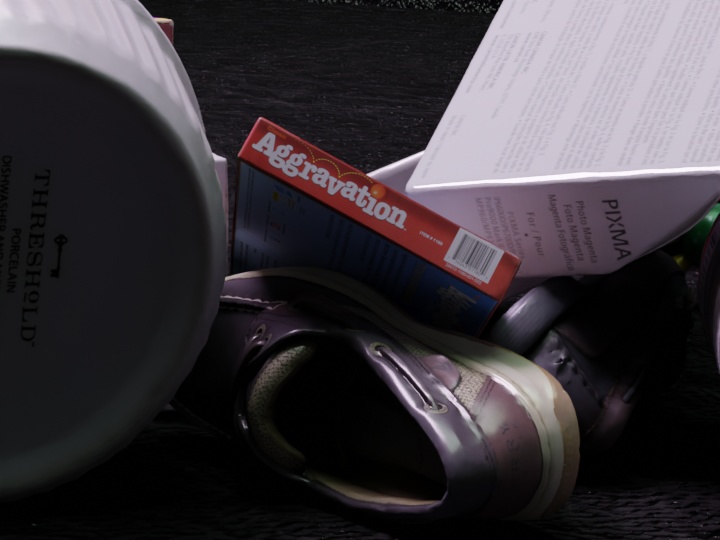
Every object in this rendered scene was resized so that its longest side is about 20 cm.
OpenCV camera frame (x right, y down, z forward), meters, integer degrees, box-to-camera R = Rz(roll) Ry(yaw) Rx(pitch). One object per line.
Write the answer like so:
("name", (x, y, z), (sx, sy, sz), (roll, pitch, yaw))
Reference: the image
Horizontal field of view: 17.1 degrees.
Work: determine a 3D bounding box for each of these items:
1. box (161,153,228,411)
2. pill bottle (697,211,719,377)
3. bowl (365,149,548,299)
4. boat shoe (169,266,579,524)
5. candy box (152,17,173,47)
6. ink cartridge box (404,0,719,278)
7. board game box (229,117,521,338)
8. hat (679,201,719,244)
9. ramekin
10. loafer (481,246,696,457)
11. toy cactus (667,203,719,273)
("box", (-0.161, 0.000, 0.966), (0.198, 0.102, 0.112), (-1, 10, -15))
("pill bottle", (0.183, 0.022, 0.853), (0.113, 0.115, 0.200), (2, 10, 4))
("bowl", (0.077, -0.031, 1.079), (0.198, 0.075, 0.200), (-21, -2, -1))
("boat shoe", (-0.014, 0.043, 0.839), (0.064, 0.073, 0.199), (-3, 16, -45))
("candy box", (-0.170, -0.079, 0.951), (0.116, 0.057, 0.199), (-5, 10, -32))
("ink cartridge box", (0.132, -0.065, 0.902), (0.198, 0.057, 0.163), (1, 39, 24))
("board game box", (0.000, 0.000, 0.897), (0.102, 0.020, 0.200), (30, -12, 2))
("hat", (0.208, -0.068, 1.360), (0.200, 0.081, 0.201), (-40, 1, 1))
("ramekin", (-0.137, -0.013, 0.807), (0.201, 0.204, 0.094), (-3, 22, -21))
("loafer", (0.098, 0.036, 0.946), (0.063, 0.072, 0.200), (43, 20, 12))
("toy cactus", (0.212, -0.019, 1.216), (0.199, 0.103, 0.165), (-3, 30, -34))
